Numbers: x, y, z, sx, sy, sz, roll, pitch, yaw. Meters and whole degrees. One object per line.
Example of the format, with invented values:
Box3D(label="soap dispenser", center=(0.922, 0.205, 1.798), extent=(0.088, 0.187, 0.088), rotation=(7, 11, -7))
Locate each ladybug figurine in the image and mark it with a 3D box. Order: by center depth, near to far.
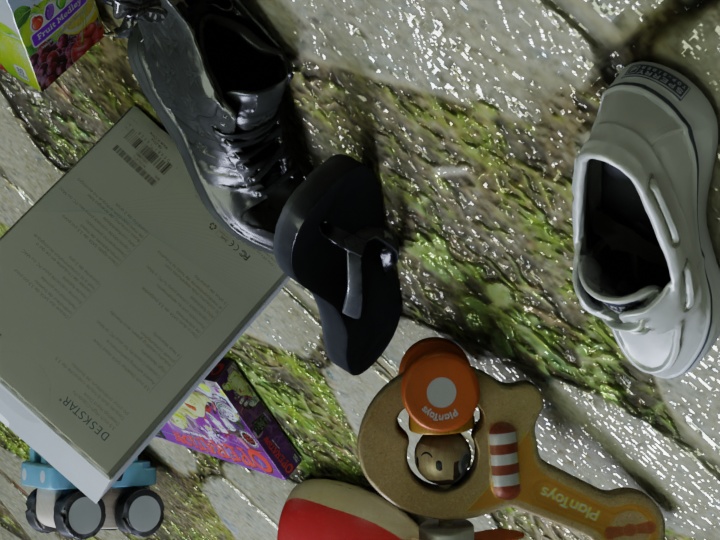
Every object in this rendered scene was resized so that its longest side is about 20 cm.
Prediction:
Box3D(label="ladybug figurine", center=(-0.009, 0.236, 1.304), extent=(0.136, 0.072, 0.200), rotation=(47, 154, -10))

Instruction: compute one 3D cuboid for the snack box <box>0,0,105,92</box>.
Box3D(label="snack box", center=(-0.250, -0.224, 0.932), extent=(0.168, 0.068, 0.201), rotation=(28, 150, 27))

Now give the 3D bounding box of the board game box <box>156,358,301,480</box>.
Box3D(label="board game box", center=(-0.146, 0.112, 1.359), extent=(0.199, 0.032, 0.120), rotation=(9, 143, 48))

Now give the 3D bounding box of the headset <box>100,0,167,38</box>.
Box3D(label="headset", center=(-0.168, -0.206, 0.786), extent=(0.201, 0.123, 0.094), rotation=(53, -169, 9))

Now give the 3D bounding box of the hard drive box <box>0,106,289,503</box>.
Box3D(label="hard drive box", center=(-0.161, 0.021, 1.033), extent=(0.156, 0.200, 0.077), rotation=(42, 154, 0))

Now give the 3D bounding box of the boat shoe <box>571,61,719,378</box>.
Box3D(label="boat shoe", center=(0.127, -0.006, 0.744), extent=(0.073, 0.065, 0.201), rotation=(23, 148, 33))

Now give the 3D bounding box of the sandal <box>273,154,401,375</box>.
Box3D(label="sandal", center=(0.000, 0.000, 0.931), extent=(0.043, 0.076, 0.201), rotation=(30, 162, 26))

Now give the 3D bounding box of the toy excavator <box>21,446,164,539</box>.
Box3D(label="toy excavator", center=(-0.294, 0.162, 1.568), extent=(0.193, 0.203, 0.099), rotation=(4, 174, -33))

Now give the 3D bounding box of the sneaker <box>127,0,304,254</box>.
Box3D(label="sneaker", center=(-0.071, -0.091, 0.894), extent=(0.201, 0.060, 0.104), rotation=(56, 155, -18))

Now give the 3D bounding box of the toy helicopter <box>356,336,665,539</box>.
Box3D(label="toy helicopter", center=(0.090, 0.135, 0.965), extent=(0.198, 0.134, 0.079), rotation=(24, -176, -3))
